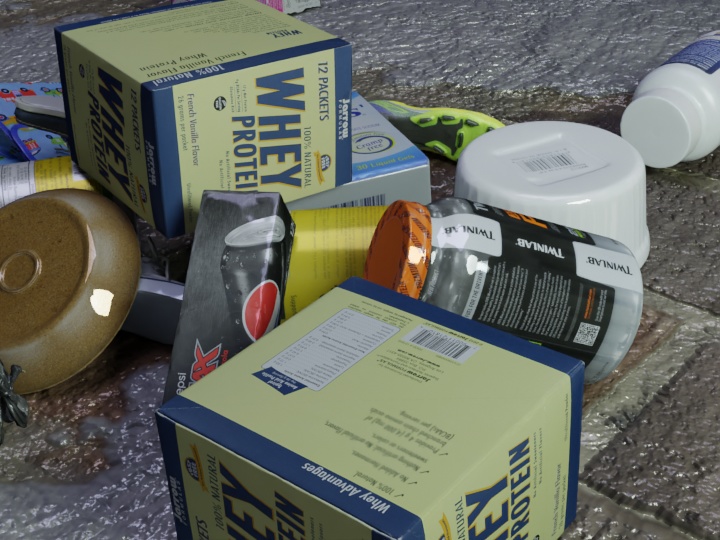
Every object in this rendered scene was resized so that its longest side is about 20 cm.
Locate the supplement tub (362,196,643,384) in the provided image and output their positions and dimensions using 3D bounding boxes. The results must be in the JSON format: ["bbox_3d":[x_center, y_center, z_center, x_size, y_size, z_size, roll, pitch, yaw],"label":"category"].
[{"bbox_3d":[0.110,0.014,0.894,0.199,0.123,0.123,14,27,-18],"label":"supplement tub"}]

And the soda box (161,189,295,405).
[{"bbox_3d":[-0.102,0.039,0.890,0.070,0.063,0.201,3,69,11],"label":"soda box"}]

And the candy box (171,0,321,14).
[{"bbox_3d":[-0.181,-0.436,1.778,0.199,0.061,0.136,-26,38,-31],"label":"candy box"}]

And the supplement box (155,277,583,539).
[{"bbox_3d":[0.010,0.130,0.743,0.199,0.135,0.200,20,38,35],"label":"supplement box"}]

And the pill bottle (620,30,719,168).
[{"bbox_3d":[0.374,-0.189,1.269,0.111,0.111,0.200,20,38,33],"label":"pill bottle"}]

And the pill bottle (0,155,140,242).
[{"bbox_3d":[-0.323,-0.050,1.110,0.199,0.113,0.113,-9,32,-10],"label":"pill bottle"}]

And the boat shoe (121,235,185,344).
[{"bbox_3d":[-0.203,0.011,1.029,0.201,0.075,0.086,4,48,24],"label":"boat shoe"}]

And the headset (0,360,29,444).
[{"bbox_3d":[-0.332,0.096,0.880,0.199,0.094,0.124,3,38,33],"label":"headset"}]

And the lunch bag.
[{"bbox_3d":[-0.333,-0.129,1.257,0.200,0.094,0.150,35,28,31],"label":"lunch bag"}]

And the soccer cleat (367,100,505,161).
[{"bbox_3d":[0.082,-0.168,1.310,0.199,0.065,0.084,7,30,17],"label":"soccer cleat"}]

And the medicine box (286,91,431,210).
[{"bbox_3d":[-0.049,-0.088,1.153,0.181,0.103,0.200,-15,34,-18],"label":"medicine box"}]

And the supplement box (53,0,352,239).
[{"bbox_3d":[-0.141,-0.150,1.027,0.199,0.135,0.200,-20,35,-31],"label":"supplement box"}]

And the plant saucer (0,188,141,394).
[{"bbox_3d":[-0.288,0.008,0.983,0.199,0.035,0.201,-8,62,15],"label":"plant saucer"}]

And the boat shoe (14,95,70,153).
[{"bbox_3d":[-0.270,-0.137,1.185,0.199,0.062,0.075,7,23,-43],"label":"boat shoe"}]

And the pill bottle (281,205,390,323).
[{"bbox_3d":[0.000,0.000,0.994,0.199,0.112,0.112,-3,31,2],"label":"pill bottle"}]

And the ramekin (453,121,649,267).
[{"bbox_3d":[0.183,-0.068,1.102,0.199,0.098,0.201,-2,31,1],"label":"ramekin"}]
